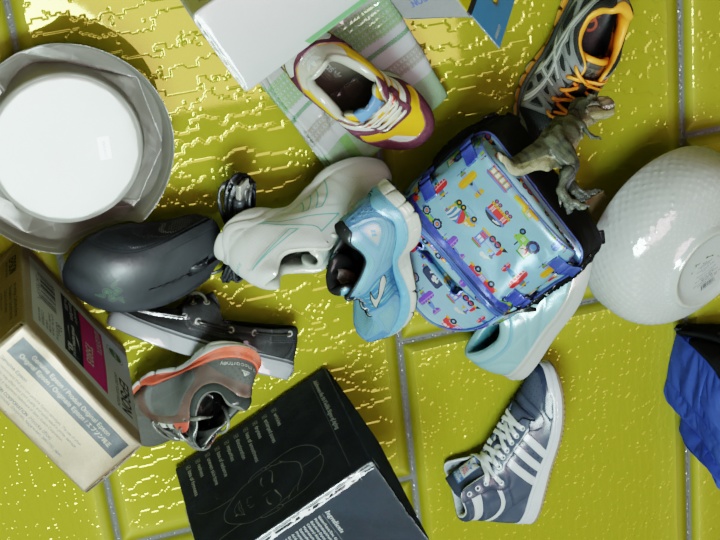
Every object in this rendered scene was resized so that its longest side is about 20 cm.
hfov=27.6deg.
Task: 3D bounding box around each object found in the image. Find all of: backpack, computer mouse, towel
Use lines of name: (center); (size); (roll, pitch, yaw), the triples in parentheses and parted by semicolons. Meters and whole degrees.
backpack: (0.109, -0.028, 1.431); (0.199, 0.134, 0.183); (-37, 90, 27)
computer mouse: (-0.182, -0.010, 1.389); (0.198, 0.053, 0.139); (-17, 139, -24)
backpack: (0.442, 0.162, 1.593); (0.161, 0.200, 0.170); (-5, 113, -14)
towel: (-0.014, -0.190, 1.393); (0.149, 0.031, 0.200); (-36, 130, 3)

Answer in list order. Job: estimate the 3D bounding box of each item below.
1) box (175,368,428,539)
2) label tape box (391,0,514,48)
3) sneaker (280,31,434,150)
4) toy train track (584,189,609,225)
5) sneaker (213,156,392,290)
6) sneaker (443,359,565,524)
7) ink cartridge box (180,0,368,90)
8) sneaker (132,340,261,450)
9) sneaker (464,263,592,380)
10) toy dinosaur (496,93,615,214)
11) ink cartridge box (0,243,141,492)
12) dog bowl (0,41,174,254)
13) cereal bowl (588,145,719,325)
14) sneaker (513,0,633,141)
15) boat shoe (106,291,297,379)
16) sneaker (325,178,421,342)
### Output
box: (-0.064, 0.236, 1.486); (0.196, 0.200, 0.124); (-35, 118, 2)
label tape box: (0.060, -0.303, 1.322); (0.063, 0.145, 0.200); (-21, 123, 35)
sneaker: (0.005, -0.154, 1.354); (0.199, 0.090, 0.075); (27, 107, -39)
toy train track: (0.228, -0.023, 1.554); (0.199, 0.033, 0.115); (-31, 124, 5)
sneaker: (-0.041, -0.040, 1.410); (0.199, 0.080, 0.071); (-32, 147, -25)
sneaker: (0.155, 0.192, 1.600); (0.107, 0.070, 0.202); (0, 115, -17)
ink cartridge box: (-0.085, -0.258, 1.275); (0.145, 0.200, 0.084); (-36, 119, 2)
sneaker: (-0.174, 0.141, 1.442); (0.077, 0.083, 0.200); (23, 139, -31)
sneaker: (0.171, 0.027, 1.508); (0.081, 0.074, 0.201); (13, 116, -23)
toy dinosaur: (0.189, -0.101, 1.370); (0.047, 0.200, 0.089); (-22, 99, 41)
ink cartridge box: (-0.287, 0.084, 1.361); (0.075, 0.200, 0.165); (-38, 117, 4)
dog bowl: (-0.275, -0.119, 1.359); (0.198, 0.059, 0.202); (-6, 114, -13)
cereal bowl: (0.335, -0.024, 1.514); (0.198, 0.083, 0.202); (-21, 132, -25)
sneaker: (0.212, -0.194, 1.450); (0.077, 0.077, 0.202); (9, 111, -21)
boat shoe: (-0.153, 0.055, 1.464); (0.198, 0.070, 0.067); (17, 87, -16)
sneaker: (0.000, 0.000, 1.396); (0.089, 0.078, 0.201); (-29, 145, -22)
